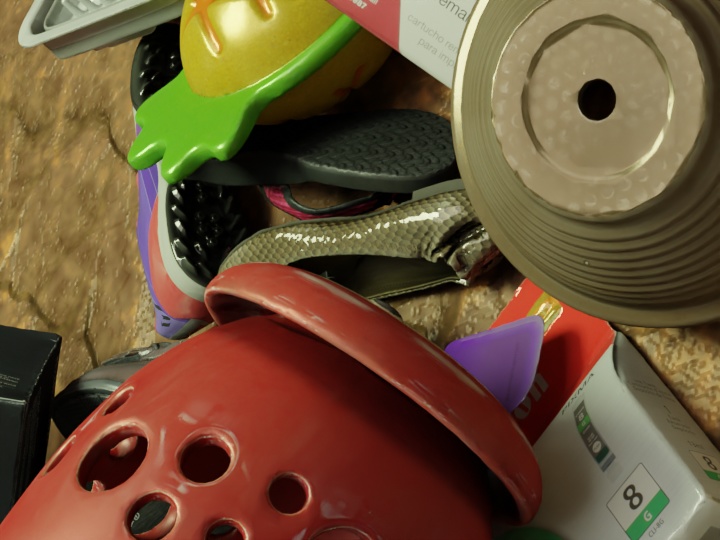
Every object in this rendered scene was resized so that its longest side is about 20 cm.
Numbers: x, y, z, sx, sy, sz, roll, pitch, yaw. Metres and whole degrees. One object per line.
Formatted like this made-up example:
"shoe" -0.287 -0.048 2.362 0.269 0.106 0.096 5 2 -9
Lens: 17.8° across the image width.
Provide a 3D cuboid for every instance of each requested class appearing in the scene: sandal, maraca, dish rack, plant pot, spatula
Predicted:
"sandal" -0.021 -0.053 1.230 0.200 0.075 0.045 4 118 42
"maraca" -0.048 -0.126 1.233 0.200 0.107 0.137 -49 27 -10
"dish rack" -0.110 -0.210 1.368 0.171 0.044 0.200 -12 45 45
"plant pot" -0.034 0.111 1.005 0.200 0.200 0.183 17 67 51
"spatula" 0.022 0.077 1.145 0.200 0.021 0.057 -36 33 48
"plant pot" 0.119 -0.073 0.991 0.200 0.093 0.201 1 92 28

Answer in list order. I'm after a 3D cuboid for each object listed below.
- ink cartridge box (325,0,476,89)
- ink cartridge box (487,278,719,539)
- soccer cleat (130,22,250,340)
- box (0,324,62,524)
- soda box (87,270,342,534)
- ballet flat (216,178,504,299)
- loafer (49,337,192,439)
"ink cartridge box" 0.079 -0.190 1.100 0.147 0.083 0.200 36 106 13
"ink cartridge box" 0.077 0.102 1.067 0.161 0.050 0.200 -54 44 19
"soccer cleat" -0.107 -0.055 1.330 0.073 0.068 0.200 -51 40 45
"box" -0.237 0.141 1.274 0.182 0.104 0.200 -96 15 -81
"soda box" -0.068 0.094 1.151 0.200 0.063 0.071 -39 21 13
"ballet flat" 0.000 0.000 1.184 0.200 0.067 0.046 -16 59 38
"loafer" -0.089 0.069 1.270 0.200 0.072 0.063 -9 34 45
